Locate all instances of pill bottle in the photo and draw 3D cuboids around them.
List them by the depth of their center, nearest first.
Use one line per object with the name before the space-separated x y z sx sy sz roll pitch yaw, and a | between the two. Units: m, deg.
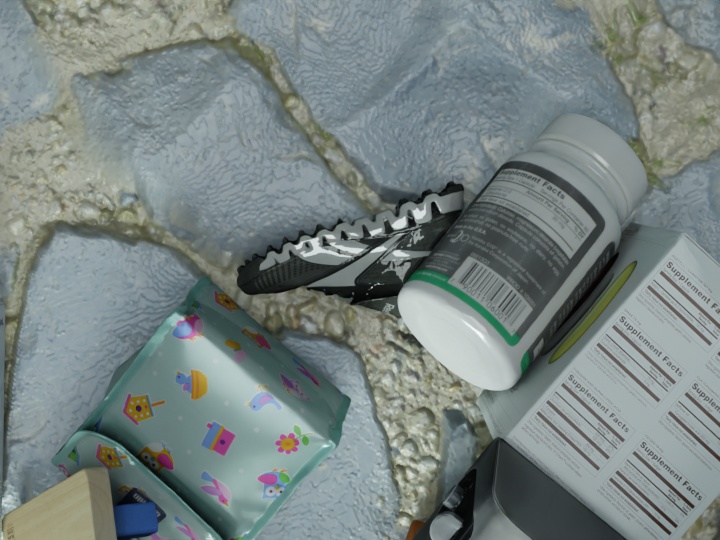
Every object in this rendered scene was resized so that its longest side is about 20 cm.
pill bottle | 0.128 -0.017 1.012 0.113 0.113 0.200 42 71 -3

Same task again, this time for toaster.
toaster | 0.105 0.248 0.880 0.199 0.119 0.182 39 108 1

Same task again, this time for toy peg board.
toy peg board | -0.193 0.269 1.022 0.097 0.199 0.202 1 71 -34

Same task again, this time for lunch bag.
lunch bag | -0.132 0.138 1.045 0.170 0.122 0.200 41 104 -6

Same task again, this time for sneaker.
sneaker | 0.000 0.000 1.060 0.197 0.066 0.092 -18 92 -1

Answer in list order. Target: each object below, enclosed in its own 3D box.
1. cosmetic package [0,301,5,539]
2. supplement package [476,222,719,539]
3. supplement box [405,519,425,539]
cosmetic package | -0.392 0.125 1.036 0.196 0.123 0.203 2 94 2
supplement package | 0.210 0.088 1.004 0.147 0.191 0.200 41 93 -2
supplement box | 0.038 0.315 1.083 0.068 0.067 0.203 19 93 -1
